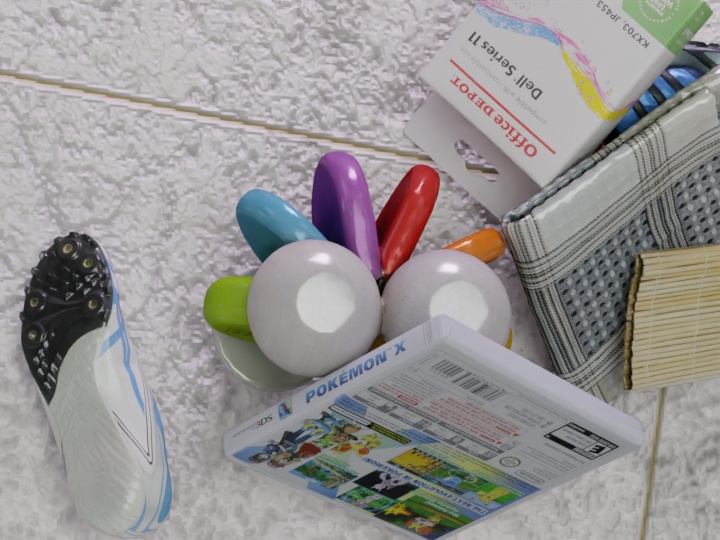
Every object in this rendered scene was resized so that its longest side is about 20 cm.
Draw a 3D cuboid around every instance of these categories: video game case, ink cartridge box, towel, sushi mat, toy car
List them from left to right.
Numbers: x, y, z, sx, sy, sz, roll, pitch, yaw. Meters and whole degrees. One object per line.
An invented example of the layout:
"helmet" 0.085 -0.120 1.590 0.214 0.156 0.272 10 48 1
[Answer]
"toy car" 0.000 0.000 1.302 0.199 0.175 0.151 4 82 -13
"video game case" 0.047 0.105 1.276 0.200 0.182 0.022 28 44 -41
"ink cartridge box" 0.122 -0.133 1.349 0.117 0.067 0.200 42 101 9
"towel" 0.199 -0.015 1.376 0.200 0.035 0.193 -36 129 -15
"sushi mat" 0.261 0.026 1.408 0.199 0.012 0.096 -7 108 -32

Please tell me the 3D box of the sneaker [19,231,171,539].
"sneaker" -0.168 0.075 1.317 0.071 0.072 0.201 -17 77 13

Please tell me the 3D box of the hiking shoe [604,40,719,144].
"hiking shoe" 0.205 -0.115 1.420 0.199 0.074 0.087 8 88 -3
